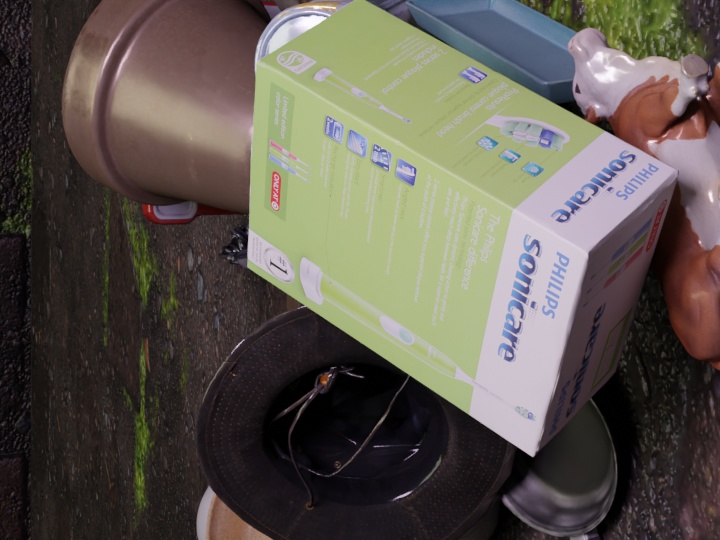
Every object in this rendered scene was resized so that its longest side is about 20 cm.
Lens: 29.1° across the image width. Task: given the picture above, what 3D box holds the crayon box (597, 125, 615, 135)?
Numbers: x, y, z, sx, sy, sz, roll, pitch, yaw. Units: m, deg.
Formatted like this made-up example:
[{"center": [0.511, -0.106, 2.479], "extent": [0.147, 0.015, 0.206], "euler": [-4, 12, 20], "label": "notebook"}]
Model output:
[{"center": [0.081, -0.011, 0.836], "extent": [0.200, 0.126, 0.051], "euler": [112, 174, -48], "label": "crayon box"}]

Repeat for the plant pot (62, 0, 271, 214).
[{"center": [-0.104, -0.125, 1.090], "extent": [0.174, 0.200, 0.201], "euler": [28, 122, 36], "label": "plant pot"}]

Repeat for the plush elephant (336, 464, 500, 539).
[{"center": [0.013, 0.153, 0.988], "extent": [0.165, 0.154, 0.201], "euler": [-146, 57, -63], "label": "plush elephant"}]

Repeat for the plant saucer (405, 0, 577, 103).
[{"center": [0.097, -0.141, 0.862], "extent": [0.200, 0.069, 0.019], "euler": [-131, 36, -57], "label": "plant saucer"}]

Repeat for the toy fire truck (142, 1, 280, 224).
[{"center": [-0.118, -0.144, 1.262], "extent": [0.112, 0.167, 0.201], "euler": [-163, 71, -66], "label": "toy fire truck"}]

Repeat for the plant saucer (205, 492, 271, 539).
[{"center": [-0.032, 0.201, 1.131], "extent": [0.035, 0.200, 0.201], "euler": [51, -168, -48], "label": "plant saucer"}]

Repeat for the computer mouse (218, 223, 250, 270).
[{"center": [0.000, 0.000, 0.971], "extent": [0.199, 0.140, 0.046], "euler": [16, 88, 34], "label": "computer mouse"}]

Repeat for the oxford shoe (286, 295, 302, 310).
[{"center": [-0.039, -0.006, 1.213], "extent": [0.084, 0.072, 0.201], "euler": [-155, 64, -67], "label": "oxford shoe"}]

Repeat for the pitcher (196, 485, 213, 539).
[{"center": [-0.065, 0.203, 1.269], "extent": [0.200, 0.121, 0.173], "euler": [-22, 51, 56], "label": "pitcher"}]

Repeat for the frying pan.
[{"center": [0.136, 0.137, 0.846], "extent": [0.190, 0.031, 0.115], "euler": [55, 137, 18], "label": "frying pan"}]

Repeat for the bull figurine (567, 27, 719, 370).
[{"center": [0.166, -0.052, 0.696], "extent": [0.122, 0.065, 0.201], "euler": [111, 143, -65], "label": "bull figurine"}]

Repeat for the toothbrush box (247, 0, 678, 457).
[{"center": [0.042, -0.024, 0.712], "extent": [0.200, 0.086, 0.146], "euler": [33, 140, 25], "label": "toothbrush box"}]

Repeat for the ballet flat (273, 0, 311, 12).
[{"center": [-0.026, -0.192, 1.078], "extent": [0.067, 0.046, 0.200], "euler": [49, 176, 40], "label": "ballet flat"}]

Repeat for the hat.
[{"center": [-0.003, 0.092, 0.884], "extent": [0.081, 0.199, 0.202], "euler": [-99, 15, -66], "label": "hat"}]

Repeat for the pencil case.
[{"center": [-0.002, -0.160, 0.958], "extent": [0.091, 0.083, 0.200], "euler": [-64, -7, 26], "label": "pencil case"}]
